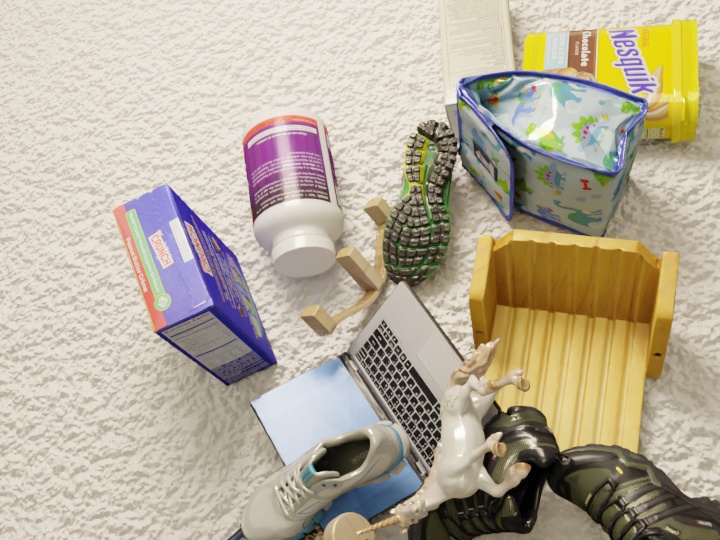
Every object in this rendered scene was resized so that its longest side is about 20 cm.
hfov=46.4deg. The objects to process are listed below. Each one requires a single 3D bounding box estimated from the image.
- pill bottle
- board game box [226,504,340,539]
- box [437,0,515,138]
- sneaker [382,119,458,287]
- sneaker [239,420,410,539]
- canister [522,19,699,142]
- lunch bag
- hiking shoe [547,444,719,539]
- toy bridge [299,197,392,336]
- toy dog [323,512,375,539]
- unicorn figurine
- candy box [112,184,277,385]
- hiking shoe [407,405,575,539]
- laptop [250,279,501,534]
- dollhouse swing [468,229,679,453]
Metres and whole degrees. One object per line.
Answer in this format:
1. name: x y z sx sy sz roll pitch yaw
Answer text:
1. pill bottle: -0.083 -0.097 1.046 0.112 0.112 0.200 -15 63 8
2. board game box: -0.046 0.332 0.881 0.135 0.035 0.200 -41 62 -5
3. box: 0.153 -0.279 1.087 0.095 0.078 0.200 -5 65 13
4. sneaker: 0.078 -0.075 1.020 0.078 0.085 0.200 14 84 6
5. sneaker: -0.050 0.211 0.852 0.200 0.087 0.075 -36 64 9
6. canister: 0.300 -0.226 1.020 0.200 0.087 0.149 1 66 17
7. lunch bag: 0.202 -0.136 0.949 0.200 0.170 0.127 24 73 17
8. hiking shoe: 0.265 0.236 0.791 0.200 0.076 0.101 21 30 23
9. toy bridge: 0.000 0.000 1.003 0.027 0.067 0.200 -12 38 45
10. toy dog: -0.004 0.337 0.799 0.096 0.132 0.200 15 70 -20
11. unicorn figurine: 0.096 0.171 0.800 0.074 0.137 0.200 39 48 -15
12. candy box: -0.186 0.022 0.969 0.077 0.200 0.169 -26 62 2
13. hiking shoe: 0.121 0.228 0.824 0.200 0.076 0.101 -53 25 13
14. laptop: 0.010 0.146 0.903 0.187 0.116 0.200 54 125 28
15. dollhouse swing: 0.208 0.086 0.863 0.200 0.182 0.176 8 56 18
